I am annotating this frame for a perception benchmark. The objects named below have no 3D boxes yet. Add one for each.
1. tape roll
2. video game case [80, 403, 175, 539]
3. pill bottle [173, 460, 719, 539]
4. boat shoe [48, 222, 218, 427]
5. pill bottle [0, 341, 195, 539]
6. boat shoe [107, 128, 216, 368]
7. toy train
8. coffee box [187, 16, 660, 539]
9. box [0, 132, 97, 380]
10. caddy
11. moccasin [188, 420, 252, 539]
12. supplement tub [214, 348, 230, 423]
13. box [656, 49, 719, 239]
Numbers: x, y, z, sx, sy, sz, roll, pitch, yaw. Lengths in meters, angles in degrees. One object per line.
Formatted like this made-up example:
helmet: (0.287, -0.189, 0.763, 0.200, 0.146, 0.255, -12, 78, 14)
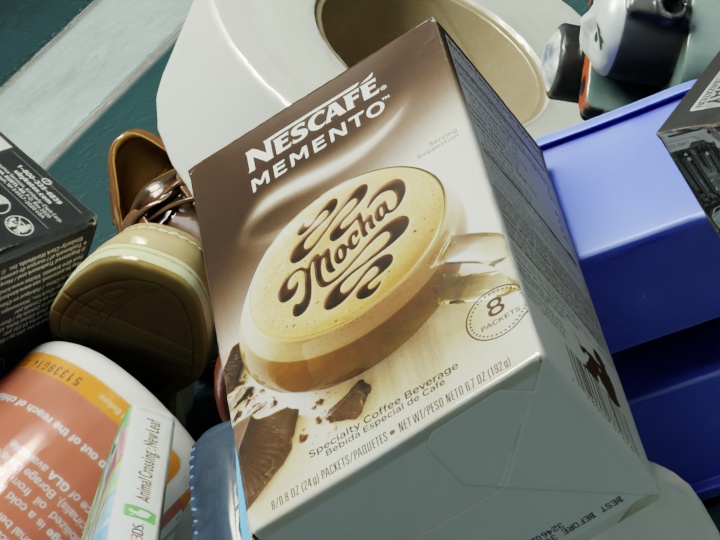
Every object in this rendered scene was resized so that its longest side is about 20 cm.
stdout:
tape roll: (0.018, -0.067, 1.145, 0.203, 0.202, 0.071, -79, 13, -54)
video game case: (-0.108, 0.164, 0.959, 0.182, 0.022, 0.200, -96, 25, -76)
pill bottle: (0.025, 0.117, 0.980, 0.200, 0.113, 0.113, 1, 42, 47)
boat shoe: (-0.094, 0.018, 1.196, 0.200, 0.074, 0.066, 115, 177, -66)
pill bottle: (-0.162, 0.133, 1.143, 0.200, 0.112, 0.112, -45, 31, -25)
boat shoe: (-0.091, -0.014, 1.355, 0.072, 0.068, 0.200, -33, 28, -2)
toy train: (0.175, -0.076, 1.069, 0.114, 0.200, 0.085, 120, 160, -72)
coffee box: (0.016, 0.018, 0.925, 0.113, 0.080, 0.200, -32, 35, 13)
box: (-0.215, 0.031, 1.213, 0.122, 0.200, 0.106, 41, 41, 21)
caddy: (0.122, 0.005, 1.035, 0.200, 0.141, 0.105, -20, 33, 20)
moccasin: (-0.038, 0.143, 0.889, 0.068, 0.080, 0.200, -25, 56, 24)
supplement tub: (0.000, 0.000, 1.201, 0.107, 0.107, 0.200, -20, 30, 21)
box: (0.201, -0.021, 0.934, 0.050, 0.200, 0.158, -4, 37, 48)
